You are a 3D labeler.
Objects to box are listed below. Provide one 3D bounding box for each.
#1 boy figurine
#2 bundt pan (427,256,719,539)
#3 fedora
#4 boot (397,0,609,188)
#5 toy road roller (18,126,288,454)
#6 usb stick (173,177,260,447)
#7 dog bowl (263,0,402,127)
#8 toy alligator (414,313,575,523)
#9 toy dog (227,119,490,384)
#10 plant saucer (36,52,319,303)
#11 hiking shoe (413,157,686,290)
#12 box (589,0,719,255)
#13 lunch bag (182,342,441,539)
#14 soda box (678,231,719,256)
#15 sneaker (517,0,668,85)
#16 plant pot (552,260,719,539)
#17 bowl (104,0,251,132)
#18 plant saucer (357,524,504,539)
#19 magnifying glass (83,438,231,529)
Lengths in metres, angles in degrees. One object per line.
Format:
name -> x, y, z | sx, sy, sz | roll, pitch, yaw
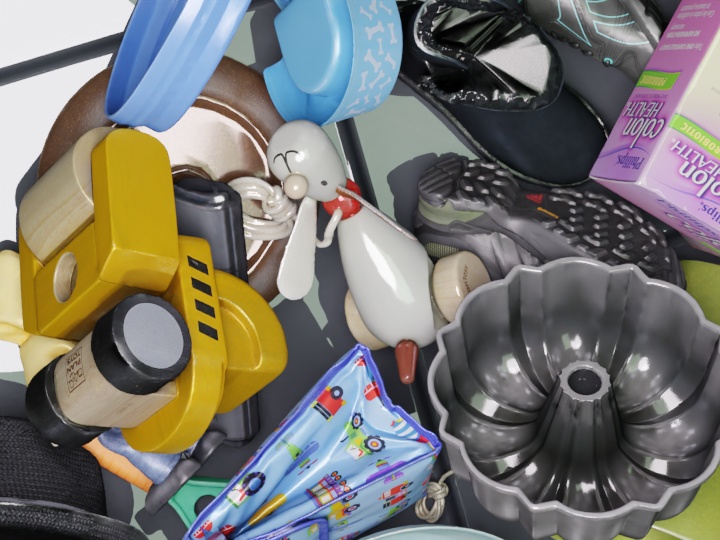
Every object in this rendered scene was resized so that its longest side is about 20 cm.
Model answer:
boy figurine -> -0.185, 0.072, 1.345 | 0.200, 0.124, 0.064 | 43, 126, -2
bundt pan -> 0.141, 0.092, 1.278 | 0.200, 0.203, 0.076 | -13, 141, -9
fedora -> -0.238, 0.153, 1.335 | 0.199, 0.201, 0.092 | 2, 64, -11
boot -> 0.104, -0.117, 1.347 | 0.199, 0.168, 0.077 | 34, 89, -13
toy road roller -> -0.132, 0.020, 1.287 | 0.145, 0.123, 0.202 | 9, 60, -36
usb stick -> -0.098, 0.029, 1.352 | 0.055, 0.033, 0.202 | 13, 124, 24
dog bowl -> -0.028, -0.191, 1.327 | 0.049, 0.111, 0.202 | -5, 72, -34
toy alligator -> 0.105, 0.102, 1.418 | 0.059, 0.054, 0.201 | 48, 123, 26
toy dog -> 0.000, 0.000, 1.321 | 0.199, 0.097, 0.132 | 31, 133, -21
plant saucer -> -0.123, -0.052, 1.378 | 0.198, 0.037, 0.203 | -1, 97, -12
hiking shoe -> 0.128, -0.005, 1.396 | 0.199, 0.076, 0.101 | 23, 131, 11
box -> 0.285, -0.106, 1.351 | 0.175, 0.097, 0.201 | 29, 87, -15
lunch bag -> -0.053, 0.158, 1.334 | 0.199, 0.151, 0.094 | -36, 77, -12
soda box -> 0.302, -0.102, 1.441 | 0.200, 0.064, 0.068 | -43, 102, -4
sneaker -> 0.161, -0.188, 1.410 | 0.079, 0.075, 0.201 | -33, 103, 16
plant pot -> 0.225, 0.102, 1.405 | 0.186, 0.187, 0.202 | 24, 75, -13
bowl -> -0.104, -0.182, 1.282 | 0.039, 0.201, 0.202 | 24, 92, -17
plant saucer -> 0.028, 0.237, 1.409 | 0.199, 0.039, 0.202 | -8, 131, -10
magnifying glass -> -0.115, 0.163, 1.411 | 0.199, 0.022, 0.080 | 32, 89, -12
